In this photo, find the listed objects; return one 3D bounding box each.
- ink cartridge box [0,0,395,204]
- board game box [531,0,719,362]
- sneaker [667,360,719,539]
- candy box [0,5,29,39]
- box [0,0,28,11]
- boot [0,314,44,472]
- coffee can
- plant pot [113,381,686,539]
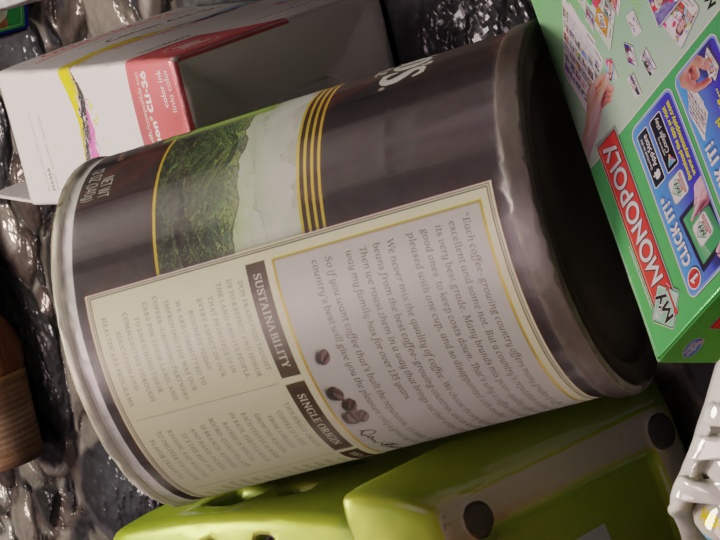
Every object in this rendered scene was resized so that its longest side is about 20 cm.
[{"bbox_3d":[-0.086,-0.079,1.264,0.199,0.116,0.068,0,109,54],"label":"ink cartridge box"},{"bbox_3d":[0.117,-0.088,0.962,0.135,0.029,0.201,-54,44,47],"label":"board game box"},{"bbox_3d":[0.157,0.059,1.000,0.076,0.081,0.201,25,138,31],"label":"sneaker"},{"bbox_3d":[-0.253,-0.235,1.454,0.169,0.077,0.201,30,131,45],"label":"candy box"},{"bbox_3d":[-0.127,-0.209,1.178,0.199,0.198,0.173,-7,102,54],"label":"box"},{"bbox_3d":[-0.272,0.045,1.629,0.199,0.076,0.156,-7,103,53],"label":"boot"},{"bbox_3d":[0.000,0.000,1.077,0.199,0.146,0.147,-16,96,20],"label":"coffee can"},{"bbox_3d":[0.047,0.155,1.139,0.181,0.198,0.201,-20,90,50],"label":"plant pot"}]
